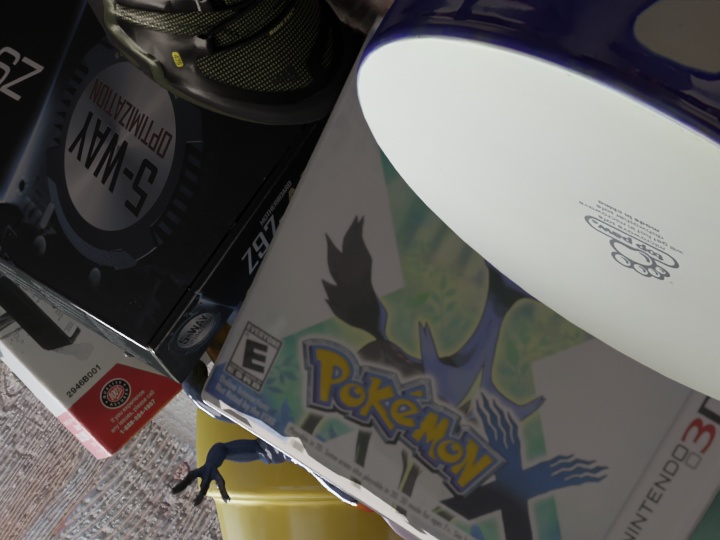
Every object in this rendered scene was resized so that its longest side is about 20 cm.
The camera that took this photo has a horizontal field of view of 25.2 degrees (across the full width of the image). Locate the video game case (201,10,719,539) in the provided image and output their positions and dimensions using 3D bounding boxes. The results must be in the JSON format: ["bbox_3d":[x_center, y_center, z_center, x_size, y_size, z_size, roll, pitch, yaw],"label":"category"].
[{"bbox_3d":[0.055,0.026,0.623,0.200,0.182,0.022,31,-159,13],"label":"video game case"}]

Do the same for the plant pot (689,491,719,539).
[{"bbox_3d":[0.110,0.083,0.727,0.200,0.134,0.200,32,167,8],"label":"plant pot"}]

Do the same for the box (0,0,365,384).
[{"bbox_3d":[-0.115,-0.068,0.698,0.200,0.160,0.044,30,166,20],"label":"box"}]

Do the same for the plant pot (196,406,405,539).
[{"bbox_3d":[-0.010,0.179,1.088,0.201,0.189,0.201,-2,174,0],"label":"plant pot"}]

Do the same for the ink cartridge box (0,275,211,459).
[{"bbox_3d":[-0.199,0.014,1.148,0.200,0.144,0.084,47,164,-4],"label":"ink cartridge box"}]

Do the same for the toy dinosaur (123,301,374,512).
[{"bbox_3d":[-0.041,0.065,0.913,0.181,0.105,0.200,39,-164,11],"label":"toy dinosaur"}]

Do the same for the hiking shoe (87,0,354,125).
[{"bbox_3d":[-0.064,-0.119,0.577,0.200,0.076,0.101,43,167,-31],"label":"hiking shoe"}]

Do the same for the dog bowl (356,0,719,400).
[{"bbox_3d":[0.100,-0.036,0.473,0.200,0.079,0.200,33,167,9],"label":"dog bowl"}]

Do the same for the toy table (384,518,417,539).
[{"bbox_3d":[0.090,0.131,0.927,0.117,0.184,0.200,46,-176,35],"label":"toy table"}]
